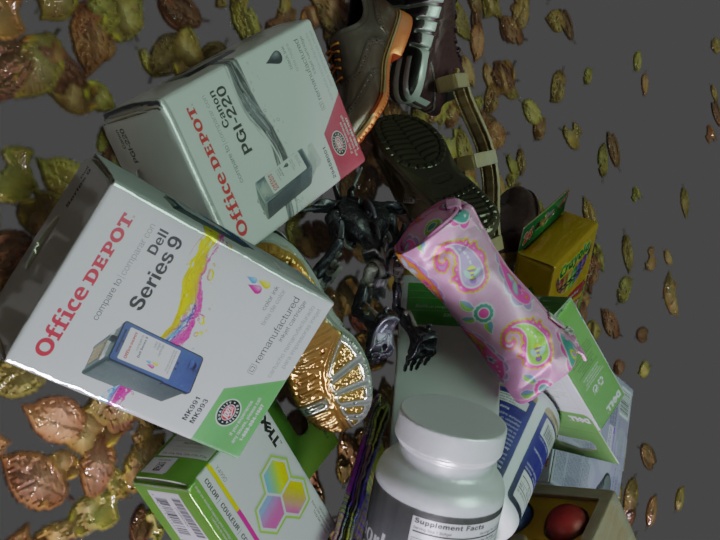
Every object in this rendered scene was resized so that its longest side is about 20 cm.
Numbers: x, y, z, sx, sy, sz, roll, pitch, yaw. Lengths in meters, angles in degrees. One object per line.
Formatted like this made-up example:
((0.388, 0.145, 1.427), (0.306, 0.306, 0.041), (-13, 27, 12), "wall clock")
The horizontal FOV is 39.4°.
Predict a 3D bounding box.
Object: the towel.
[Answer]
((-0.004, 0.232, 0.928), (0.144, 0.023, 0.201), (90, 15, -53), "towel")

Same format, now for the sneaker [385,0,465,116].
((0.083, -0.266, 1.116), (0.115, 0.075, 0.201), (23, 79, -51), "sneaker")

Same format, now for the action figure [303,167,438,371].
((0.000, 0.000, 0.963), (0.118, 0.102, 0.201), (4, 53, -36), "action figure")

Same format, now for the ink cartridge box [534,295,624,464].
((0.220, 0.118, 1.111), (0.059, 0.104, 0.200), (-48, 118, -26), "ink cartridge box")

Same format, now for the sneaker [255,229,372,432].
((-0.045, 0.049, 0.899), (0.088, 0.075, 0.201), (-107, 176, -66), "sneaker")

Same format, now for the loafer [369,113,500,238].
((0.065, -0.084, 1.020), (0.076, 0.200, 0.068), (-13, 139, -23), "loafer")

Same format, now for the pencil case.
((0.120, 0.027, 0.923), (0.200, 0.087, 0.088), (49, 50, -13), "pencil case")

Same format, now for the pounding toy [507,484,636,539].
((0.193, 0.325, 1.083), (0.200, 0.184, 0.143), (-49, 121, -40), "pounding toy")

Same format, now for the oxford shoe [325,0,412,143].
((-0.011, -0.194, 1.007), (0.073, 0.071, 0.201), (30, 57, -21), "oxford shoe")

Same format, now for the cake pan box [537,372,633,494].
((0.286, 0.206, 1.307), (0.184, 0.052, 0.201), (35, 61, -44), "cake pan box")

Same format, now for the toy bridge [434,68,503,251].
((0.125, -0.119, 1.086), (0.067, 0.027, 0.201), (-20, 99, -59), "toy bridge")

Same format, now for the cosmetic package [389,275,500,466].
((0.087, 0.114, 1.007), (0.085, 0.107, 0.201), (80, 12, -63), "cosmetic package")

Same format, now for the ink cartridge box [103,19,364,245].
((-0.102, -0.112, 0.867), (0.200, 0.085, 0.146), (-41, 116, -41), "ink cartridge box")

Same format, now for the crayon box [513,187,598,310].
((0.223, 0.018, 1.188), (0.127, 0.051, 0.201), (-38, 142, -44), "crayon box")

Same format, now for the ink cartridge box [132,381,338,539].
((-0.077, 0.166, 0.870), (0.200, 0.076, 0.148), (-49, 121, -39), "ink cartridge box")

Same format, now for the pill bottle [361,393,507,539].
((0.062, 0.218, 0.879), (0.116, 0.116, 0.201), (-6, 111, -49), "pill bottle")

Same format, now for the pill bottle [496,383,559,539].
((0.128, 0.217, 1.072), (0.116, 0.115, 0.200), (57, 48, -28), "pill bottle")

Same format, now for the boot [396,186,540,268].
((0.127, -0.071, 1.134), (0.200, 0.072, 0.167), (-56, 128, -32), "boot")

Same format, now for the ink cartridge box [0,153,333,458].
((-0.144, 0.029, 0.740), (0.200, 0.087, 0.146), (32, 93, -31), "ink cartridge box")
